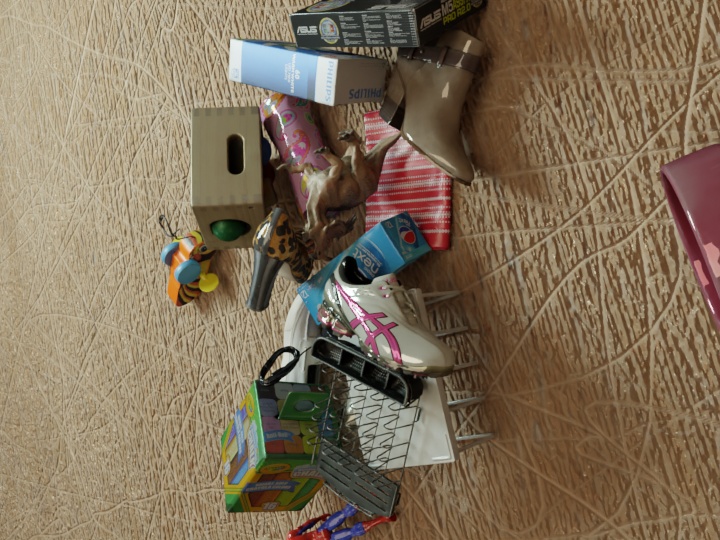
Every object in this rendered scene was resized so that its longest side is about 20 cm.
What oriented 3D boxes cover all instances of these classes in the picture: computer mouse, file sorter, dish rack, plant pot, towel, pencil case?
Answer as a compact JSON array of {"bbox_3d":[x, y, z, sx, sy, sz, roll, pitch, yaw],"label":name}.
[{"bbox_3d":[-0.054,0.108,0.948,0.059,0.199,0.034,46,158,42],"label":"computer mouse"},{"bbox_3d":[0.073,0.134,0.865,0.138,0.124,0.202,-20,80,39],"label":"file sorter"},{"bbox_3d":[-0.004,0.193,0.818,0.153,0.054,0.202,22,106,39],"label":"dish rack"},{"bbox_3d":[0.381,-0.031,0.577,0.178,0.200,0.202,-21,79,22],"label":"plant pot"},{"bbox_3d":[0.062,-0.126,0.928,0.143,0.022,0.203,2,93,38],"label":"towel"},{"bbox_3d":[-0.083,-0.175,1.006,0.087,0.087,0.202,-35,70,35],"label":"pencil case"}]

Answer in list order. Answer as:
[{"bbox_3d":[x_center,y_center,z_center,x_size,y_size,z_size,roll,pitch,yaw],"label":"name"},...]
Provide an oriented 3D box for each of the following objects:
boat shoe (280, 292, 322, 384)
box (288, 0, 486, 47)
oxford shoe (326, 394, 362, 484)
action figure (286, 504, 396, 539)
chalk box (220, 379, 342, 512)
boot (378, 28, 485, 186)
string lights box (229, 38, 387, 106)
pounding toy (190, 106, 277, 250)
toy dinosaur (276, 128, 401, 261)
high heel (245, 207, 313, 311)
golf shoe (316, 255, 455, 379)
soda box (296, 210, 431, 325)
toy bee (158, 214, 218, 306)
[{"bbox_3d":[-0.080,0.125,1.029,0.068,0.072,0.202,17,101,22],"label":"boat shoe"},{"bbox_3d":[0.035,-0.328,0.852,0.199,0.160,0.045,15,131,38],"label":"box"},{"bbox_3d":[-0.018,0.240,0.988,0.075,0.057,0.201,39,114,33],"label":"oxford shoe"},{"bbox_3d":[-0.034,0.390,1.012,0.199,0.099,0.066,-31,68,12],"label":"action figure"},{"bbox_3d":[-0.107,0.240,0.955,0.201,0.124,0.125,-57,36,38],"label":"chalk box"},{"bbox_3d":[0.107,-0.219,0.839,0.200,0.070,0.147,46,111,30],"label":"boot"},{"bbox_3d":[-0.074,-0.269,0.908,0.199,0.102,0.060,22,117,34],"label":"string lights box"},{"bbox_3d":[-0.171,-0.110,1.021,0.184,0.140,0.202,100,165,-69],"label":"pounding toy"},{"bbox_3d":[-0.020,-0.109,0.910,0.136,0.199,0.086,62,162,-16],"label":"toy dinosaur"},{"bbox_3d":[-0.092,-0.048,0.913,0.071,0.200,0.144,22,122,5],"label":"high heel"},{"bbox_3d":[0.029,0.053,0.771,0.199,0.072,0.093,29,108,37],"label":"golf shoe"},{"bbox_3d":[0.000,0.000,0.933,0.200,0.068,0.065,-38,83,41],"label":"soda box"},{"bbox_3d":[-0.284,-0.022,1.178,0.132,0.108,0.200,59,149,11],"label":"toy bee"}]
